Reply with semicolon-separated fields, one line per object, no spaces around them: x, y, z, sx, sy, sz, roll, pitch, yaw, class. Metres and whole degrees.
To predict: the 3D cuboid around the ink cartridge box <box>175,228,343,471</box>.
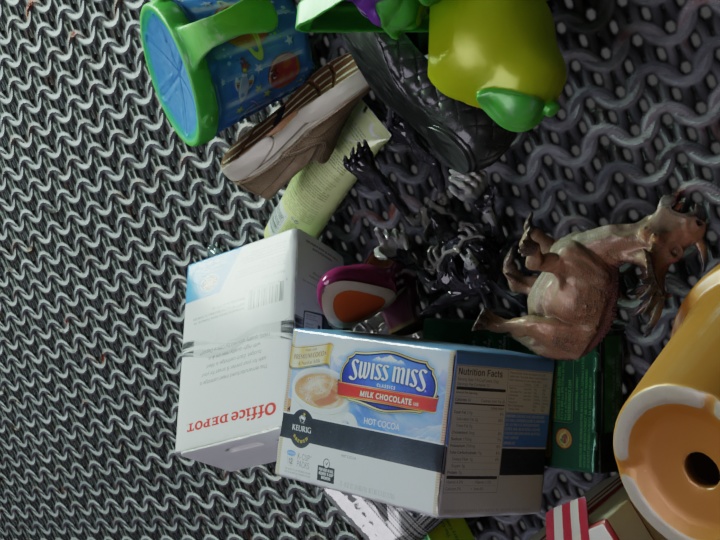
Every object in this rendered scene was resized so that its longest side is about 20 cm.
-0.097;0.079;1.216;0.146;0.086;0.202;-17;61;33;ink cartridge box

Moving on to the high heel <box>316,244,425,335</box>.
0.000;0.000;1.113;0.067;0.200;0.097;-25;71;13;high heel

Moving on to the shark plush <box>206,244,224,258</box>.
-0.100;0.024;1.364;0.200;0.090;0.084;46;123;52;shark plush

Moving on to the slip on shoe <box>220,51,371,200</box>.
-0.044;-0.129;1.147;0.199;0.076;0.061;-34;113;31;slip on shoe

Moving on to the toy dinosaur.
0.174;0.023;0.978;0.135;0.086;0.201;27;134;3;toy dinosaur

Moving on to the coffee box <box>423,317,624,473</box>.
0.136;0.104;1.093;0.199;0.044;0.124;-1;87;46;coffee box

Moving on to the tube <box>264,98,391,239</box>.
-0.034;-0.090;1.212;0.058;0.052;0.200;22;134;-12;tube

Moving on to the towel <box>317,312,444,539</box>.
0.028;0.150;1.205;0.193;0.034;0.200;-46;75;16;towel

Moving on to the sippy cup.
-0.119;-0.199;1.160;0.178;0.130;0.141;38;144;53;sippy cup

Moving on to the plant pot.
0.274;0.098;0.854;0.199;0.183;0.202;26;129;37;plant pot

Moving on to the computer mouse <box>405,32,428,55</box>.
-0.003;-0.239;1.100;0.200;0.034;0.059;35;144;33;computer mouse

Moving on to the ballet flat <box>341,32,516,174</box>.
0.048;-0.159;1.034;0.200;0.057;0.067;50;159;17;ballet flat

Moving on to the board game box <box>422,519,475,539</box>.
0.032;0.208;1.279;0.201;0.047;0.102;61;151;8;board game box

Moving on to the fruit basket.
0.071;-0.187;0.909;0.155;0.215;0.217;-16;99;51;fruit basket

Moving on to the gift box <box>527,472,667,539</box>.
0.228;0.244;0.987;0.185;0.186;0.200;54;142;10;gift box

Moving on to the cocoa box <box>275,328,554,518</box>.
0.044;0.124;1.058;0.199;0.133;0.133;4;87;47;cocoa box

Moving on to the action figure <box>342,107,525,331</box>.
0.063;-0.043;1.071;0.119;0.102;0.201;-38;69;6;action figure
